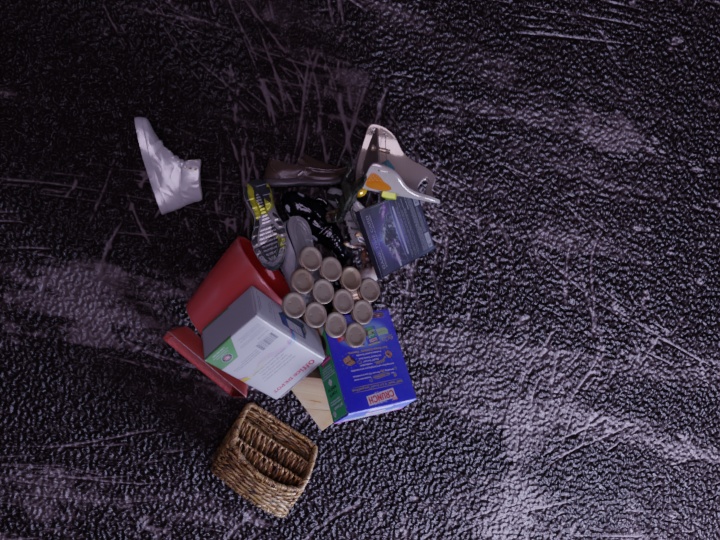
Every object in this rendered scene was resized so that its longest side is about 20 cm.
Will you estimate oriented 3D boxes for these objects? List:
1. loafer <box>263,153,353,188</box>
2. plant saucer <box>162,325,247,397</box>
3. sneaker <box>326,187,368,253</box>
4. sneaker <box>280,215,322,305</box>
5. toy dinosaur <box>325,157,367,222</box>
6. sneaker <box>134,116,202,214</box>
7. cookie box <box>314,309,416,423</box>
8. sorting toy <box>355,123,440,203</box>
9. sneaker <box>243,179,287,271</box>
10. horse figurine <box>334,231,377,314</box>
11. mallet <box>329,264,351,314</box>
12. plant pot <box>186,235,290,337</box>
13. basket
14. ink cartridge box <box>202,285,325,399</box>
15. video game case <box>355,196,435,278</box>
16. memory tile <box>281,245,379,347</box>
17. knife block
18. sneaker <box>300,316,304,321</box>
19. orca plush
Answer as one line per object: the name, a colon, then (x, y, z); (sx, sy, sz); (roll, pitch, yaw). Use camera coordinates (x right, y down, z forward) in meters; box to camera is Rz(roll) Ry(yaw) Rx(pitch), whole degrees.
loafer: (-0.111, -0.215, 1.489); (0.195, 0.073, 0.073); (-3, 94, -9)
plant saucer: (-0.315, 0.184, 1.433); (0.199, 0.199, 0.037); (41, 71, -8)
sneaker: (-0.009, -0.091, 1.511); (0.200, 0.076, 0.088); (43, 87, -8)
sneaker: (-0.134, -0.009, 1.467); (0.075, 0.080, 0.205); (10, 64, -45)
toy dinosaur: (-0.024, -0.172, 1.414); (0.046, 0.200, 0.090); (0, 65, -22)
sneaker: (-0.392, -0.231, 1.453); (0.113, 0.074, 0.204); (-18, 106, -8)
cookie box: (0.003, 0.195, 1.443); (0.168, 0.075, 0.204); (-5, 67, -30)
sorting toy: (0.084, -0.198, 1.476); (0.176, 0.202, 0.108); (18, 122, -11)
sneaker: (-0.190, -0.089, 1.453); (0.073, 0.085, 0.204); (-12, 69, -1)
horse figurine: (0.000, 0.000, 1.473); (0.132, 0.050, 0.202); (33, 88, -31)
mallet: (-0.044, 0.091, 1.526); (0.065, 0.041, 0.203); (26, 83, -13)
plant pot: (-0.249, 0.064, 1.439); (0.177, 0.201, 0.201); (-40, 98, 5)
basket: (-0.200, 0.403, 1.484); (0.199, 0.143, 0.150); (36, 89, -9)
ink cartridge box: (-0.186, 0.146, 1.355); (0.145, 0.088, 0.199); (-40, 129, 16)
video game case: (0.078, -0.084, 1.493); (0.198, 0.019, 0.146); (-27, 100, -44)
memory tile: (-0.056, 0.052, 1.397); (0.198, 0.017, 0.156); (28, 67, -24)
knife block: (-0.046, 0.244, 1.489); (0.174, 0.064, 0.202); (-36, 110, -5)
sneaker: (-0.151, 0.153, 1.506); (0.080, 0.076, 0.203); (27, 90, -16)
orca plush: (-0.094, -0.088, 1.501); (0.104, 0.071, 0.203); (-30, 97, -5)
